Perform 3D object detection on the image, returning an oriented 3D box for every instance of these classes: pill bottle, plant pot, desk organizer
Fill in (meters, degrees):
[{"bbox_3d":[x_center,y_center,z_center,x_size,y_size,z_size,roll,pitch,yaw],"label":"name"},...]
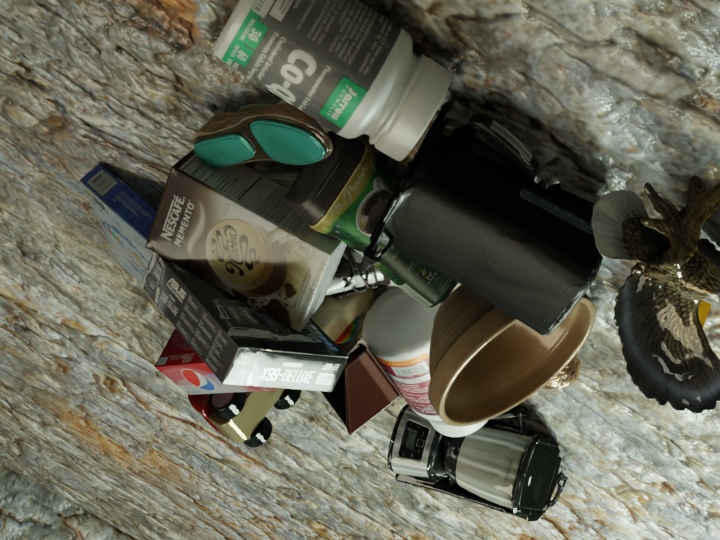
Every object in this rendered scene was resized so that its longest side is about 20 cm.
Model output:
[{"bbox_3d":[0.089,0.112,1.781,0.109,0.110,0.201,9,148,34],"label":"pill bottle"},{"bbox_3d":[-0.023,-0.192,1.330,0.199,0.114,0.113,31,154,-7],"label":"pill bottle"},{"bbox_3d":[0.142,0.064,1.542,0.093,0.199,0.202,55,166,27],"label":"plant pot"},{"bbox_3d":[-0.005,0.141,1.764,0.072,0.077,0.200,53,177,0],"label":"desk organizer"}]

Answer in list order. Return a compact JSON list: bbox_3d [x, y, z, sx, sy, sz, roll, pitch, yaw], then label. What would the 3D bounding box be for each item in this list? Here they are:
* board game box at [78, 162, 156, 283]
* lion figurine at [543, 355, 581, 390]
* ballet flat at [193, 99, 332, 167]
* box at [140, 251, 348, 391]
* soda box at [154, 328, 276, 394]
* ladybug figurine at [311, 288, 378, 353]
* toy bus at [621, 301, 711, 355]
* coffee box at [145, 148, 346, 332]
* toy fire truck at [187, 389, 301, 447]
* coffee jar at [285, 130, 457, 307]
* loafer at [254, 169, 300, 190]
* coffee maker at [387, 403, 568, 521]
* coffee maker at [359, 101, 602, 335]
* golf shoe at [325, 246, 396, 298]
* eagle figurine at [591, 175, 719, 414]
[{"bbox_3d":[-0.261,-0.018,1.890,0.200,0.043,0.200,39,160,27],"label":"board game box"},{"bbox_3d":[0.181,0.063,1.648,0.121,0.073,0.201,6,143,19],"label":"lion figurine"},{"bbox_3d":[-0.096,-0.150,1.530,0.198,0.068,0.068,3,137,41],"label":"ballet flat"},{"bbox_3d":[-0.131,0.056,1.626,0.157,0.050,0.200,9,-155,-42],"label":"box"},{"bbox_3d":[-0.172,0.110,1.844,0.070,0.064,0.199,42,151,-27],"label":"soda box"},{"bbox_3d":[-0.040,0.059,1.771,0.072,0.136,0.200,37,-174,11],"label":"ladybug figurine"},{"bbox_3d":[0.316,0.053,1.500,0.078,0.066,0.201,21,154,14],"label":"toy bus"},{"bbox_3d":[-0.122,-0.037,1.610,0.198,0.080,0.114,28,124,7],"label":"coffee box"},{"bbox_3d":[-0.182,0.116,2.001,0.199,0.177,0.129,23,159,45],"label":"toy fire truck"},{"bbox_3d":[0.023,-0.056,1.540,0.199,0.105,0.085,35,180,-14],"label":"coffee jar"},{"bbox_3d":[-0.121,-0.088,1.677,0.198,0.070,0.071,-3,123,22],"label":"loafer"},{"bbox_3d":[0.154,0.259,1.959,0.198,0.136,0.193,15,152,26],"label":"coffee maker"},{"bbox_3d":[0.120,-0.028,1.384,0.199,0.193,0.135,29,162,-1],"label":"coffee maker"},{"bbox_3d":[0.000,0.000,1.681,0.198,0.095,0.078,14,148,22],"label":"golf shoe"},{"bbox_3d":[0.298,0.016,1.327,0.150,0.152,0.201,-16,143,3],"label":"eagle figurine"}]
